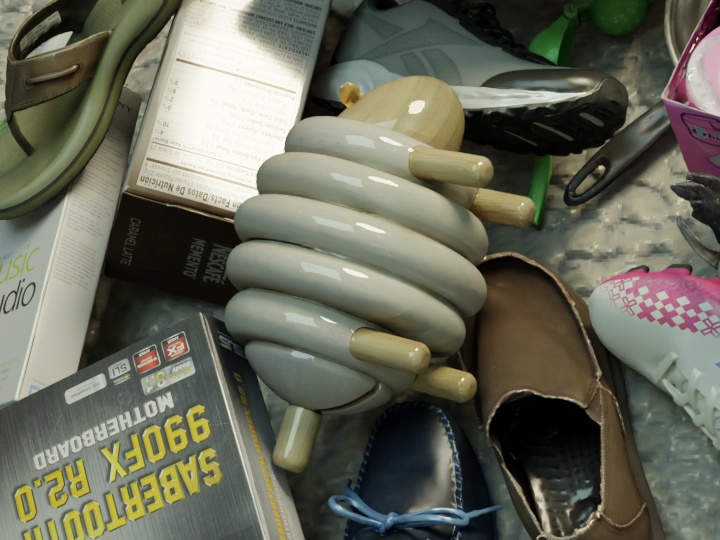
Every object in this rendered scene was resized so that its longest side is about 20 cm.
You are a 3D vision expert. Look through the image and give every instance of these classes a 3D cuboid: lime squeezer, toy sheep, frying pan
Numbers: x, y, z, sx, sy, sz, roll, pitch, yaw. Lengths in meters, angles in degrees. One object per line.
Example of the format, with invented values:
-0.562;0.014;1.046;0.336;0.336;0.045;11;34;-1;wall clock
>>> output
0.132;-0.118;1.194;0.200;0.038;0.071;-46;53;-6;lime squeezer
0.000;0.000;1.086;0.138;0.138;0.200;14;75;31;toy sheep
0.194;-0.096;1.154;0.115;0.031;0.190;26;91;27;frying pan

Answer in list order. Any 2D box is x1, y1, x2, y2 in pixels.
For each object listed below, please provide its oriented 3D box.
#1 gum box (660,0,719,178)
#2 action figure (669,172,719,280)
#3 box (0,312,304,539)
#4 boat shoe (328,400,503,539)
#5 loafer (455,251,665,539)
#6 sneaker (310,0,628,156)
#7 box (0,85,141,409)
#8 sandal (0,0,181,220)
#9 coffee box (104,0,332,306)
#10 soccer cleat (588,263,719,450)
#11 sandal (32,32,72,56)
0.248;-0.049;1.038;0.200;0.114;0.066;20;72;26;gum box
0.202;-0.001;0.960;0.200;0.119;0.102;-16;49;57;action figure
-0.129;0.133;1.100;0.200;0.048;0.158;-25;64;18;box
0.026;0.147;1.071;0.084;0.069;0.200;-14;57;18;boat shoe
0.091;0.063;1.087;0.073;0.071;0.200;-29;53;8;loafer
0.055;-0.105;1.173;0.200;0.074;0.079;14;84;46;sneaker
-0.193;0.002;1.249;0.144;0.036;0.200;-20;50;44;box
-0.151;-0.118;1.198;0.201;0.057;0.080;-57;33;15;sandal
-0.069;-0.095;1.220;0.080;0.114;0.200;16;66;-4;coffee box
0.180;0.058;1.044;0.200;0.070;0.086;18;63;31;soccer cleat
-0.134;-0.178;1.346;0.050;0.082;0.203;31;72;-8;sandal
